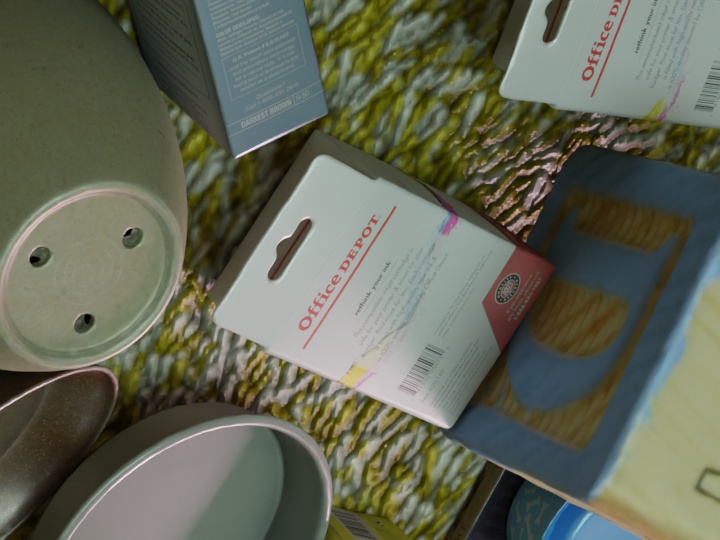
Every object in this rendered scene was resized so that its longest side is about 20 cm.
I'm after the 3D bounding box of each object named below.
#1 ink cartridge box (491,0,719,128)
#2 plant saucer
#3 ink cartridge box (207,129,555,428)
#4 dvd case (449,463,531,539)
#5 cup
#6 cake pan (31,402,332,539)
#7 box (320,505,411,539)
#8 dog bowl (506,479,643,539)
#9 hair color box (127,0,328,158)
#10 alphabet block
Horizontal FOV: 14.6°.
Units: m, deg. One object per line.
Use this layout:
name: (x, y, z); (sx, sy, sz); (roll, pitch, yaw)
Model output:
ink cartridge box: (0.153, -0.149, 1.579); (0.200, 0.067, 0.117); (5, 115, -38)
plant saucer: (-0.213, 0.109, 1.460); (0.200, 0.037, 0.200); (-40, 166, -12)
ink cartridge box: (0.000, 0.000, 1.567); (0.200, 0.067, 0.117); (26, 101, -43)
dvd case: (0.133, 0.143, 1.783); (0.149, 0.016, 0.200); (17, 106, -42)
cup: (-0.163, -0.029, 1.384); (0.200, 0.143, 0.200); (-18, 127, -26)
cake pan: (-0.107, 0.156, 1.594); (0.200, 0.037, 0.200); (-24, 135, -26)
box: (-0.040, 0.240, 1.701); (0.075, 0.050, 0.200); (15, 108, -40)
dog bowl: (0.153, 0.189, 1.781); (0.111, 0.050, 0.200); (-33, 132, -15)
hair color box: (-0.080, -0.166, 1.385); (0.061, 0.099, 0.200); (-27, 130, -18)
alphabet block: (0.200, 0.064, 1.613); (0.200, 0.195, 0.196); (28, 88, -26)
